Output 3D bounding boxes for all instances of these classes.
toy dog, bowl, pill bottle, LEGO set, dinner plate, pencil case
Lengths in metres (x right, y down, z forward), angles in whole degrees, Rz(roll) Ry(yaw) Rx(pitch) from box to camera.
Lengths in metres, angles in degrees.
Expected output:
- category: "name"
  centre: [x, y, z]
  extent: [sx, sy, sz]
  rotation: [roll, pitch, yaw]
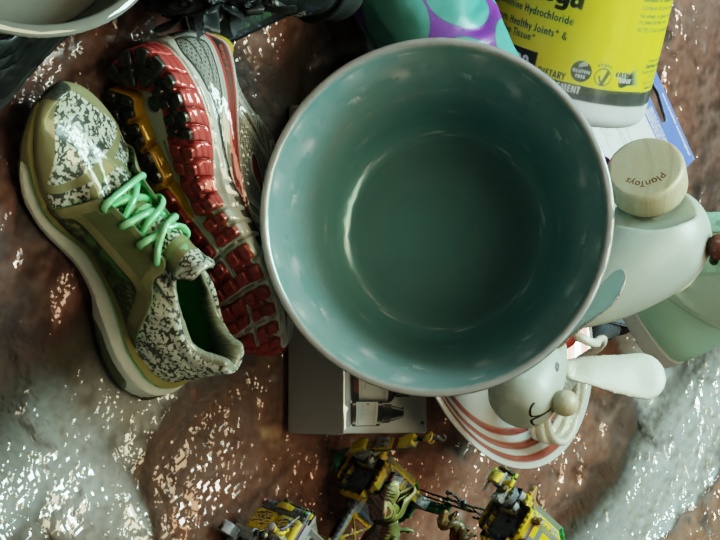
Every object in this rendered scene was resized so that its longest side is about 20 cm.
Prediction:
- category: "toy dog"
  centre: [0.166, 0.022, 1.672]
  extent: [0.201, 0.096, 0.132]
  rotation: [-64, 148, -9]
- category: "bowl"
  centre: [0.045, -0.026, 1.596]
  extent: [0.105, 0.200, 0.202]
  rotation: [58, 36, -84]
- category: "pill bottle"
  centre: [0.147, -0.199, 1.752]
  extent: [0.112, 0.112, 0.201]
  rotation: [-5, 113, -49]
- category: "LEGO set"
  centre: [0.009, 0.157, 1.622]
  extent: [0.154, 0.200, 0.116]
  rotation: [-53, 127, -10]
- category: "dinner plate"
  centre: [0.081, 0.026, 1.731]
  extent: [0.200, 0.024, 0.201]
  rotation: [21, 62, -46]
- category: "pencil case"
  centre: [0.064, -0.129, 1.694]
  extent: [0.092, 0.085, 0.201]
  rotation: [-28, 87, -24]

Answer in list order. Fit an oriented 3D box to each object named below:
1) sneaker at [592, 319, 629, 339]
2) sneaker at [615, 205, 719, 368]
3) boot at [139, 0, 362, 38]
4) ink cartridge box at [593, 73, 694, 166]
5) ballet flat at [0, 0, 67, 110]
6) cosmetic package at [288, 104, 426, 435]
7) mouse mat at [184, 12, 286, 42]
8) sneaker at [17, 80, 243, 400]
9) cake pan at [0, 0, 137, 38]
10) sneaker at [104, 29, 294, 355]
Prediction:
- category: "sneaker"
  centre: [0.206, 0.009, 1.891]
  extent: [0.200, 0.113, 0.076]
  rotation: [-13, 99, -48]
- category: "sneaker"
  centre: [0.194, -0.039, 1.785]
  extent: [0.201, 0.118, 0.074]
  rotation: [52, 33, -19]
- category: "boot"
  centre: [-0.074, -0.227, 1.577]
  extent: [0.162, 0.073, 0.199]
  rotation: [-4, 84, -52]
- category: "ink cartridge box"
  centre: [0.142, -0.079, 1.864]
  extent: [0.200, 0.042, 0.120]
  rotation: [-38, 106, -40]
- category: "ballet flat"
  centre: [-0.206, -0.123, 1.481]
  extent: [0.200, 0.057, 0.067]
  rotation: [-44, 146, -34]
- category: "cosmetic package"
  centre: [0.000, 0.000, 1.702]
  extent: [0.082, 0.050, 0.201]
  rotation: [2, 87, -51]
- category: "mouse mat"
  centre: [-0.073, -0.245, 1.657]
  extent: [0.161, 0.008, 0.201]
  rotation: [-31, 111, -45]
- category: "sneaker"
  centre: [-0.117, -0.019, 1.538]
  extent: [0.077, 0.088, 0.201]
  rotation: [-47, 122, -39]
- category: "cake pan"
  centre: [-0.190, -0.212, 1.452]
  extent: [0.199, 0.037, 0.201]
  rotation: [11, 68, -31]
- category: "sneaker"
  centre: [-0.074, -0.045, 1.597]
  extent: [0.082, 0.078, 0.201]
  rotation: [-33, 114, -46]
